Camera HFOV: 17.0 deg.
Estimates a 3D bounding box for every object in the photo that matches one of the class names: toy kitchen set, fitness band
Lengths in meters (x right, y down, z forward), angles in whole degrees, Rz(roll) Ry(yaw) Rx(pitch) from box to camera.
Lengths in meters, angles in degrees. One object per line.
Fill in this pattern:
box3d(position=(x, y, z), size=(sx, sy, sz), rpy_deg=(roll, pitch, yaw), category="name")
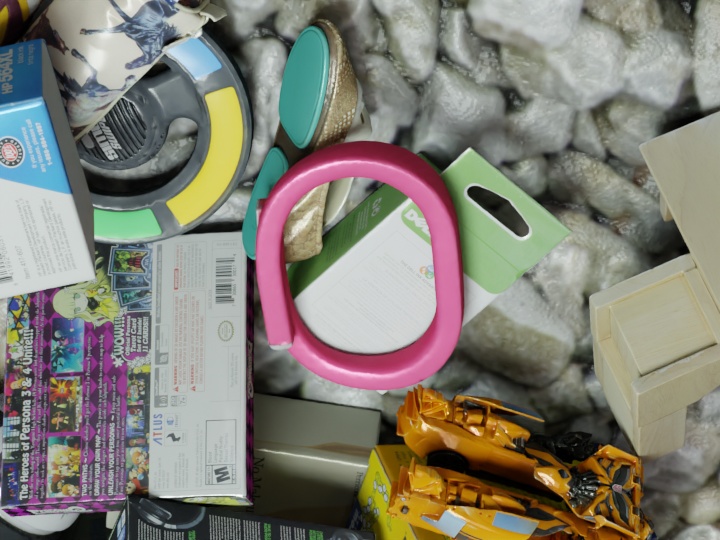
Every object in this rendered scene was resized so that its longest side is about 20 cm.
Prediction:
box3d(position=(0.253, 0.005, 1.719), size=(0.199, 0.164, 0.181), rpy_deg=(-23, 158, -2), category="toy kitchen set")
box3d(position=(0.000, 0.000, 1.684), size=(0.143, 0.038, 0.201), rpy_deg=(-2, 124, 6), category="fitness band")

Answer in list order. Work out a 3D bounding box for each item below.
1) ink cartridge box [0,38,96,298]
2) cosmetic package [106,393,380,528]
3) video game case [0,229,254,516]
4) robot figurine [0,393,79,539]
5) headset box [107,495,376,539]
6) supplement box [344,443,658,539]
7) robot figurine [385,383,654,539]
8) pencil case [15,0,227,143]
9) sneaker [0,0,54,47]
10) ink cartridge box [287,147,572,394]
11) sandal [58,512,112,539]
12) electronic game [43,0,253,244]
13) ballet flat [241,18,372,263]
box3d(position=(-0.284, -0.052, 1.566), size=(0.199, 0.084, 0.147), rpy_deg=(-11, 127, 1), category="ink cartridge box")
box3d(position=(-0.089, 0.152, 1.843), size=(0.199, 0.071, 0.106), rpy_deg=(7, 124, 0), category="cosmetic package")
box3d(position=(-0.166, 0.074, 1.739), size=(0.180, 0.201, 0.036), rpy_deg=(-4, 161, 7), category="video game case")
box3d(position=(-0.298, 0.183, 1.845), size=(0.200, 0.125, 0.150), rpy_deg=(-41, 109, 19), category="robot figurine")
box3d(position=(-0.092, 0.259, 1.734), size=(0.199, 0.093, 0.174), rpy_deg=(10, 137, -15), category="headset box")
box3d(position=(0.099, 0.204, 1.796), size=(0.199, 0.110, 0.109), rpy_deg=(1, 127, -25), category="supplement box")
box3d(position=(0.120, 0.155, 1.719), size=(0.199, 0.145, 0.058), rpy_deg=(16, 136, -10), category="robot figurine")
box3d(position=(-0.185, -0.137, 1.618), size=(0.200, 0.078, 0.090), rpy_deg=(-45, 81, 22), category="pencil case")
box3d(position=(-0.225, -0.213, 1.591), size=(0.075, 0.090, 0.200), rpy_deg=(36, 115, 9), category="sneaker")
box3d(position=(0.046, -0.012, 1.731), size=(0.104, 0.059, 0.200), rpy_deg=(39, 118, -19), category="ink cartridge box")
box3d(position=(-0.211, 0.228, 1.905), size=(0.200, 0.080, 0.057), rpy_deg=(-11, 135, 12), category="sandal")
box3d(position=(-0.174, -0.107, 1.697), size=(0.199, 0.042, 0.201), rpy_deg=(3, 122, 5), category="electronic game")
box3d(position=(-0.030, -0.089, 1.696), size=(0.065, 0.071, 0.201), rpy_deg=(-1, 131, -27), category="ballet flat")
